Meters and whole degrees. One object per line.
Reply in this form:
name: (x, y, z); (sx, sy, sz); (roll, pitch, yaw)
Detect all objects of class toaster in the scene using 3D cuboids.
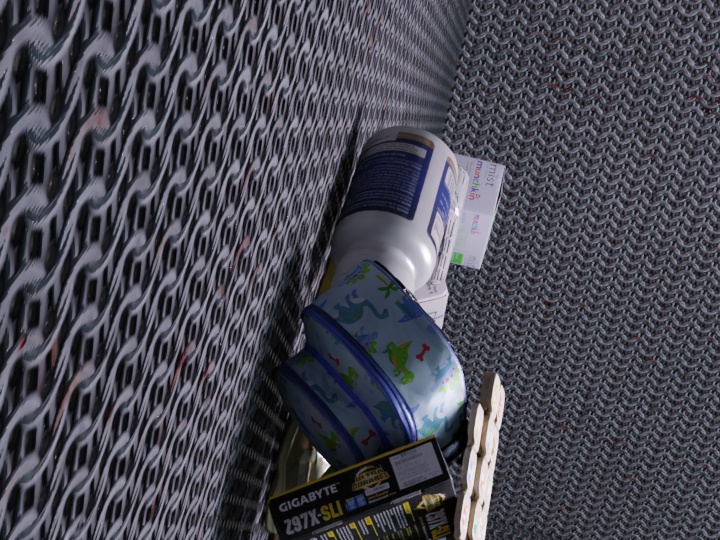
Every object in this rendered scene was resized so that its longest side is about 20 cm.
toaster: (0.063, -0.064, 1.701); (0.114, 0.127, 0.202); (-68, 171, -54)

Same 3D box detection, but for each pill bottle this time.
pill bottle: (0.032, -0.046, 1.384); (0.112, 0.109, 0.202); (99, 7, -50)

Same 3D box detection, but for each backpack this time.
backpack: (0.012, 0.107, 1.218); (0.146, 0.183, 0.201); (-35, 152, -19)

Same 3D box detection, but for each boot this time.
boot: (-0.015, 0.216, 1.420); (0.072, 0.153, 0.202); (-68, 172, -63)

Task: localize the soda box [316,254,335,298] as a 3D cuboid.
soda box: (0.000, 0.000, 1.495); (0.064, 0.067, 0.201); (100, 6, -48)

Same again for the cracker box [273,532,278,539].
cracker box: (-0.067, 0.303, 1.664); (0.135, 0.057, 0.202); (99, 6, -56)

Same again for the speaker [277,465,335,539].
speaker: (-0.001, 0.234, 1.342); (0.201, 0.088, 0.088); (-51, 175, 0)

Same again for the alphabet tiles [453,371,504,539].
alphabet tiles: (0.114, 0.202, 1.242); (0.196, 0.014, 0.203); (59, 40, -68)

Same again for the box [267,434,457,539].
box: (0.013, 0.234, 1.202); (0.201, 0.158, 0.050); (71, -4, -59)

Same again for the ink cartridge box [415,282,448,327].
ink cartridge box: (0.070, 0.008, 1.957); (0.200, 0.083, 0.147); (89, -13, -72)

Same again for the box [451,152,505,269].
box: (0.125, -0.102, 2.055); (0.201, 0.174, 0.098); (96, 10, -66)
